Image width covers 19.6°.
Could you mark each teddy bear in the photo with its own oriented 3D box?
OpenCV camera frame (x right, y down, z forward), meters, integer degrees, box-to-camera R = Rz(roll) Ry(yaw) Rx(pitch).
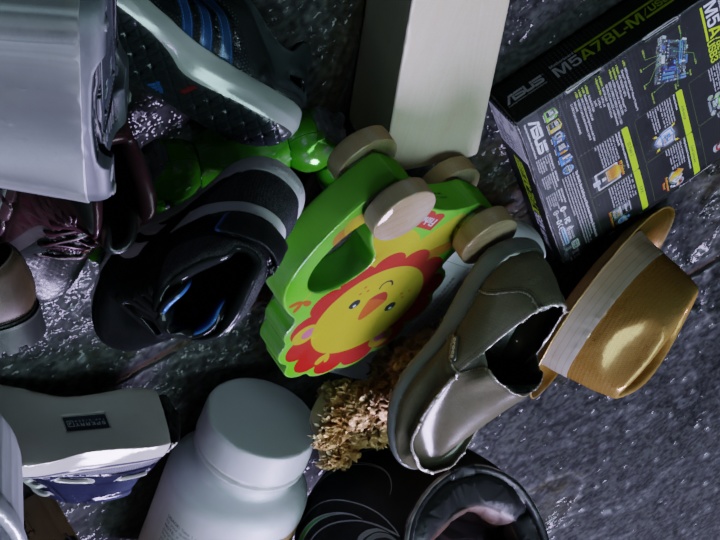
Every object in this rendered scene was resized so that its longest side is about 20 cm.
[{"bbox_3d":[0.046,0.088,1.561,0.200,0.067,0.145,-25,148,-24],"label":"teddy bear"}]

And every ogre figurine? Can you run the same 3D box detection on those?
[{"bbox_3d":[-0.085,-0.058,1.395,0.200,0.098,0.120,4,150,-3],"label":"ogre figurine"}]

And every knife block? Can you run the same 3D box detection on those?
[{"bbox_3d":[-0.215,0.261,1.566,0.064,0.176,0.200,-29,144,-11],"label":"knife block"}]

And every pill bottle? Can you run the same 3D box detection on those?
[{"bbox_3d":[-0.104,0.186,1.631,0.114,0.114,0.200,-8,135,-35],"label":"pill bottle"}]

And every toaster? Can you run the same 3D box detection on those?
[{"bbox_3d":[-0.198,-0.130,1.163,0.129,0.114,0.200,4,138,-2],"label":"toaster"}]

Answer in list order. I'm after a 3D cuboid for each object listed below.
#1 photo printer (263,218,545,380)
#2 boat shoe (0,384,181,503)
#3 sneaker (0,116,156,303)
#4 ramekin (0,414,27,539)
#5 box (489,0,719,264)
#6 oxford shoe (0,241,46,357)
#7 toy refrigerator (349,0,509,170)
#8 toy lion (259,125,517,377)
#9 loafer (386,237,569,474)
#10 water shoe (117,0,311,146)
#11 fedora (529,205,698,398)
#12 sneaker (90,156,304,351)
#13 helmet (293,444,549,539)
[{"bbox_3d":[0.029,0.011,1.588,0.200,0.069,0.166,17,118,-49],"label":"photo printer"},{"bbox_3d":[-0.234,0.134,1.500,0.200,0.075,0.093,3,142,-31],"label":"boat shoe"},{"bbox_3d":[-0.181,-0.029,1.318,0.076,0.116,0.200,-15,139,-29],"label":"sneaker"},{"bbox_3d":[-0.315,0.153,1.369,0.200,0.098,0.200,-1,135,-1],"label":"ramekin"},{"bbox_3d":[0.207,-0.120,1.618,0.193,0.048,0.200,-36,144,-6],"label":"box"},{"bbox_3d":[-0.306,0.023,1.317,0.200,0.073,0.084,-16,122,-15],"label":"oxford shoe"},{"bbox_3d":[0.047,-0.167,1.407,0.076,0.070,0.200,-13,138,-21],"label":"toy refrigerator"},{"bbox_3d":[0.000,0.000,1.429,0.192,0.069,0.200,-44,155,17],"label":"toy lion"},{"bbox_3d":[0.082,0.072,1.461,0.075,0.070,0.200,-3,130,-40],"label":"loafer"},{"bbox_3d":[-0.113,-0.152,1.293,0.071,0.079,0.200,-11,145,43],"label":"water shoe"},{"bbox_3d":[0.220,0.042,1.728,0.201,0.082,0.201,-48,164,-18],"label":"fedora"},{"bbox_3d":[-0.122,0.014,1.317,0.073,0.112,0.200,39,128,-15],"label":"sneaker"},{"bbox_3d":[0.038,0.230,1.648,0.200,0.200,0.191,-9,180,-35],"label":"helmet"}]
